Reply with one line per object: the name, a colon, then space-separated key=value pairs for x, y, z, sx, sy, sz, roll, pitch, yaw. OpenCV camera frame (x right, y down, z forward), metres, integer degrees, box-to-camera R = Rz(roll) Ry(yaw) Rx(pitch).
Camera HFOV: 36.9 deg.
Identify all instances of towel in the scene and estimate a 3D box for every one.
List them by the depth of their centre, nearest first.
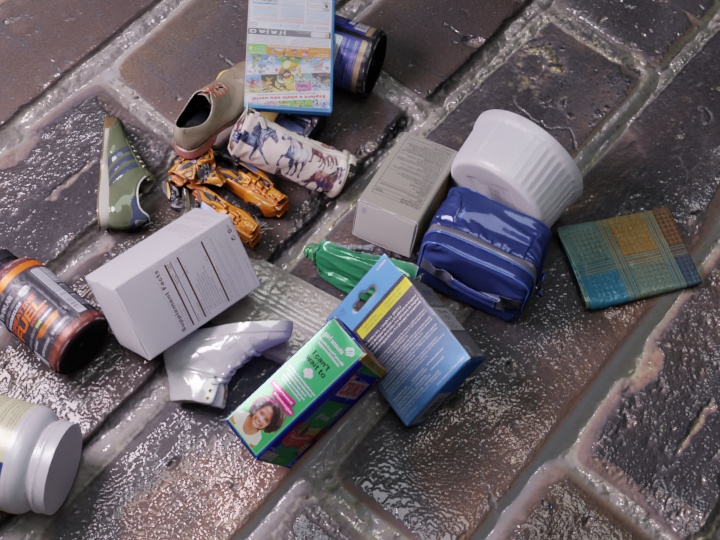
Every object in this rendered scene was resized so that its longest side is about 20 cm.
towel: x=-0.116 y=0.073 z=1.615 sx=0.198 sy=0.035 sz=0.134 roll=28 pitch=65 yaw=11
towel: x=0.420 y=-0.020 z=1.696 sx=0.196 sy=0.022 sz=0.149 roll=-11 pitch=64 yaw=-11

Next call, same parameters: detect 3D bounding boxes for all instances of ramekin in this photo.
ramekin: x=0.233 y=-0.140 z=1.655 sx=0.199 sy=0.201 sz=0.098 roll=35 pitch=73 yaw=15

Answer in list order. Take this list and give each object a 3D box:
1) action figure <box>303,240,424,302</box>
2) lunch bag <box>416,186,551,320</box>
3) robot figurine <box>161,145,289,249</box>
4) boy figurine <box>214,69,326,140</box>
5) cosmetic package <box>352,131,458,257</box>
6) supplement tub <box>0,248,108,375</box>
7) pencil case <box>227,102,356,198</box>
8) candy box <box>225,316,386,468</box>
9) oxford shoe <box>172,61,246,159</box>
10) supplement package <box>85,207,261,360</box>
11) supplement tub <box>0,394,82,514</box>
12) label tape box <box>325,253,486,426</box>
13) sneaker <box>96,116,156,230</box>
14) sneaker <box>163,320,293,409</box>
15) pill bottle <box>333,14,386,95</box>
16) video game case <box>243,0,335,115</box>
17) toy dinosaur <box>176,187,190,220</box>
action figure: x=0.000 y=0.000 z=1.632 sx=0.197 sy=0.120 sz=0.055 roll=22 pitch=39 yaw=19
lunch bag: x=0.187 y=-0.013 z=1.616 sx=0.197 sy=0.136 sz=0.134 roll=24 pitch=63 yaw=9
robot figurine: x=-0.217 y=-0.128 z=1.703 sx=0.198 sy=0.059 sz=0.145 roll=33 pitch=63 yaw=14
boy figurine: x=-0.153 y=-0.274 z=1.782 sx=0.198 sy=0.065 sz=0.125 roll=31 pitch=70 yaw=11
cosmetic package: x=0.072 y=-0.121 z=1.671 sx=0.104 sy=0.072 sz=0.201 roll=23 pitch=45 yaw=12
supplement tub: x=-0.469 y=0.054 z=1.568 sx=0.199 sy=0.107 sz=0.107 roll=36 pitch=66 yaw=16
pencil case: x=-0.108 y=-0.186 z=1.699 sx=0.197 sy=0.090 sz=0.079 roll=22 pitch=52 yaw=-11
candy box: x=-0.067 y=0.168 z=1.458 sx=0.200 sy=0.169 sz=0.077 roll=-45 pitch=72 yaw=-1
oxford shoe: x=-0.224 y=-0.266 z=1.703 sx=0.070 sy=0.075 sz=0.201 roll=27 pitch=64 yaw=13
supplement package: x=-0.267 y=0.016 z=1.540 sx=0.199 sy=0.121 sz=0.121 roll=-34 pitch=25 yaw=-24
supplement tub: x=-0.489 y=0.240 z=1.444 sx=0.196 sy=0.146 sz=0.147 roll=14 pitch=62 yaw=5
label tape box: x=0.064 y=0.098 z=1.548 sx=0.144 sy=0.063 sz=0.201 roll=-47 pitch=67 yaw=21
sneaker: x=-0.368 y=-0.151 z=1.710 sx=0.088 sy=0.067 sz=0.203 roll=2 pitch=62 yaw=-10
sneaker: x=-0.184 y=0.137 z=1.541 sx=0.196 sy=0.074 sz=0.118 roll=-11 pitch=79 yaw=11
pill bottle: x=-0.063 y=-0.378 z=1.814 sx=0.197 sy=0.112 sz=0.113 roll=21 pitch=62 yaw=9
video game case: x=-0.113 y=-0.350 z=1.732 sx=0.140 sy=0.018 sz=0.204 roll=3 pitch=75 yaw=-6
toy dinosaur: x=-0.283 y=-0.017 z=1.633 sx=0.088 sy=0.047 sz=0.202 roll=34 pitch=79 yaw=-20
